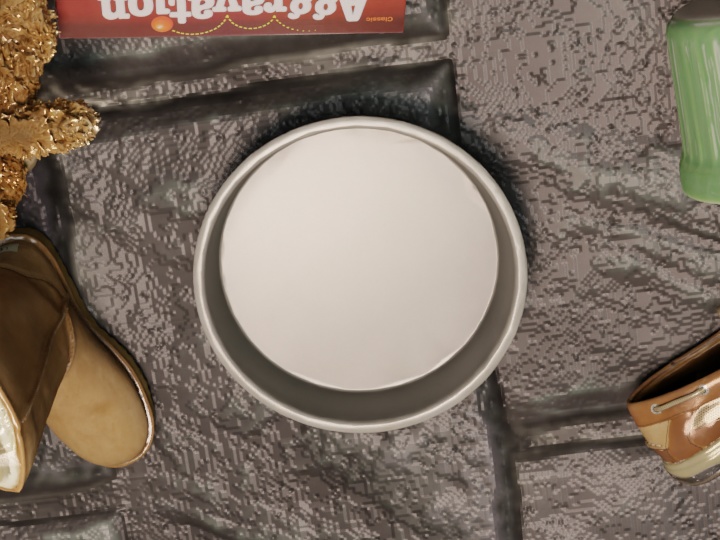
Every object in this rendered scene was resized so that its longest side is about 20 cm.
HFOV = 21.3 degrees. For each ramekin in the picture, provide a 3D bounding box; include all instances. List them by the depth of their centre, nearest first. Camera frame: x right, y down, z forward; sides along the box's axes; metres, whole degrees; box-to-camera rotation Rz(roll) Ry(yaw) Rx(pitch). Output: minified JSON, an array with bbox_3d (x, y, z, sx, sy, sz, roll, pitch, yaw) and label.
[{"bbox_3d":[0.262,-0.112,1.036,0.200,0.200,0.098,-14,102,5],"label":"ramekin"}]

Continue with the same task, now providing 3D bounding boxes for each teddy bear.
[{"bbox_3d":[-0.210,-0.117,1.086,0.145,0.067,0.200,4,117,27],"label":"teddy bear"}]

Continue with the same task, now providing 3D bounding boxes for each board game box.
[{"bbox_3d":[-0.072,-0.174,1.070,0.200,0.019,0.103,-2,141,-5],"label":"board game box"}]

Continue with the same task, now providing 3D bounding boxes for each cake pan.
[{"bbox_3d":[0.000,0.000,1.155,0.200,0.037,0.201,0,110,0],"label":"cake pan"}]

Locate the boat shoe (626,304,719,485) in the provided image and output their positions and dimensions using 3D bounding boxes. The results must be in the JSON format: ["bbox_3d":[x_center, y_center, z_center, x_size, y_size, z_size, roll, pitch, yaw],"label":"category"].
[{"bbox_3d":[0.246,0.045,1.152,0.200,0.076,0.074,-42,101,13],"label":"boat shoe"}]

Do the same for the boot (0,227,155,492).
[{"bbox_3d":[-0.187,0.077,1.096,0.066,0.200,0.175,-29,107,10],"label":"boot"}]
